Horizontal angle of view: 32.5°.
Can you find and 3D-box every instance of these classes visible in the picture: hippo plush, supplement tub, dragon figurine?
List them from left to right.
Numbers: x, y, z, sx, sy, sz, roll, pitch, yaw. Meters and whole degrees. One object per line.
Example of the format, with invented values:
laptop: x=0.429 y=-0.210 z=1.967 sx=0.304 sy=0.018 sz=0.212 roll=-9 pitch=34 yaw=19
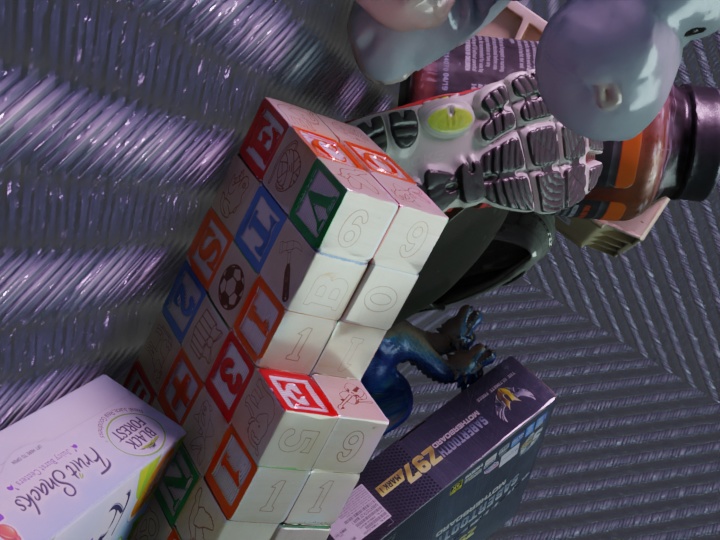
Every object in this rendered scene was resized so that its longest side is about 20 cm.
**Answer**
dragon figurine: x=-0.001 y=0.078 z=0.837 sx=0.199 sy=0.100 sz=0.059 roll=-35 pitch=-148 yaw=-3
supplement tub: x=0.121 y=-0.087 z=0.768 sx=0.107 sy=0.197 sz=0.109 roll=-174 pitch=-90 yaw=-89
hippo plush: x=0.102 y=-0.150 z=0.591 sx=0.202 sy=0.160 sz=0.159 roll=-59 pitch=173 yaw=4

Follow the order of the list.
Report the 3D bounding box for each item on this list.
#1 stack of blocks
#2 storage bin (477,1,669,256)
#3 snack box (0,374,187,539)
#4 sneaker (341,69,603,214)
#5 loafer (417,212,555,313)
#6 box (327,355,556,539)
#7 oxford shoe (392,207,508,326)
stack of blocks: x=-0.041 y=0.042 z=0.550 sx=0.058 sy=0.115 sz=0.202 roll=13 pitch=114 yaw=-39
storage bin: x=0.140 y=-0.104 z=0.924 sx=0.094 sy=0.197 sz=0.200 roll=-54 pitch=173 yaw=1
snack box: x=-0.147 y=0.131 z=0.460 sx=0.143 sy=0.053 sz=0.200 roll=-60 pitch=174 yaw=13
sneaker: x=0.046 y=-0.066 z=0.667 sx=0.198 sy=0.085 sz=0.078 roll=-8 pitch=99 yaw=-32
loafer: x=0.045 y=-0.004 z=0.887 sx=0.198 sy=0.070 sz=0.070 roll=-22 pitch=-159 yaw=29
box: x=0.042 y=0.168 z=0.855 sx=0.199 sy=0.051 sz=0.159 roll=-32 pitch=150 yaw=-29
oxford shoe: x=0.000 y=0.000 z=0.734 sx=0.199 sy=0.072 sz=0.071 roll=-37 pitch=150 yaw=7
